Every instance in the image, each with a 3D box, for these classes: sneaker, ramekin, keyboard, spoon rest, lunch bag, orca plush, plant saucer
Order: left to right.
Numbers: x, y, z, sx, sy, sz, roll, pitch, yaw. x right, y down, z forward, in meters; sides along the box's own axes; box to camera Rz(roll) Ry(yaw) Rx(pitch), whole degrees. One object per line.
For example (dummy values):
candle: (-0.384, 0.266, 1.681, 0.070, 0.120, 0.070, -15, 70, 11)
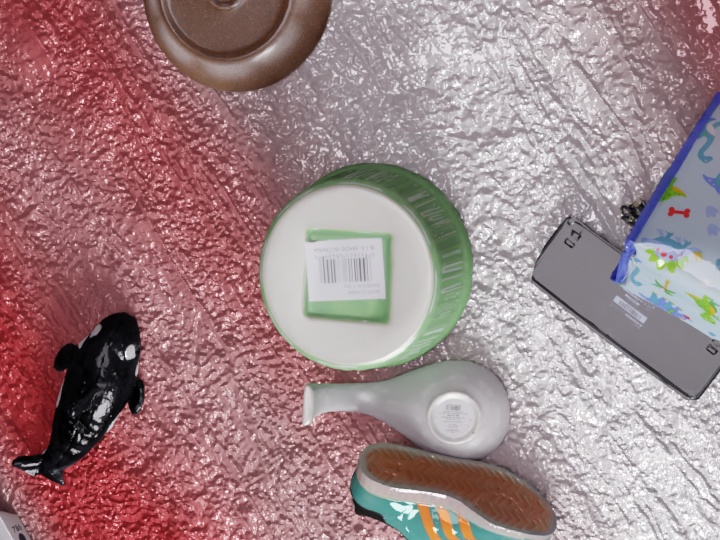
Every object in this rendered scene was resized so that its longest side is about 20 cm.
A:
orca plush: (-0.293, 0.133, 1.706, 0.105, 0.071, 0.200, 47, 106, 7)
plant saucer: (-0.126, -0.275, 1.636, 0.199, 0.037, 0.202, 2, 97, 16)
ramekin: (0.000, 0.000, 1.592, 0.199, 0.098, 0.201, 2, 96, 16)
spoon rest: (0.045, 0.131, 1.622, 0.199, 0.061, 0.100, 5, 98, 2)
sneaker: (0.087, 0.228, 1.612, 0.199, 0.072, 0.080, 18, 134, 2)
keyboard: (0.266, 0.015, 1.558, 0.200, 0.021, 0.127, 38, 105, 9)
lunch bag: (0.341, -0.042, 1.476, 0.170, 0.128, 0.200, 30, 73, 10)

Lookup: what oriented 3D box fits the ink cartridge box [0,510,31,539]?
ink cartridge box: (-0.377, 0.333, 1.768, 0.099, 0.039, 0.201, -30, 88, 17)
